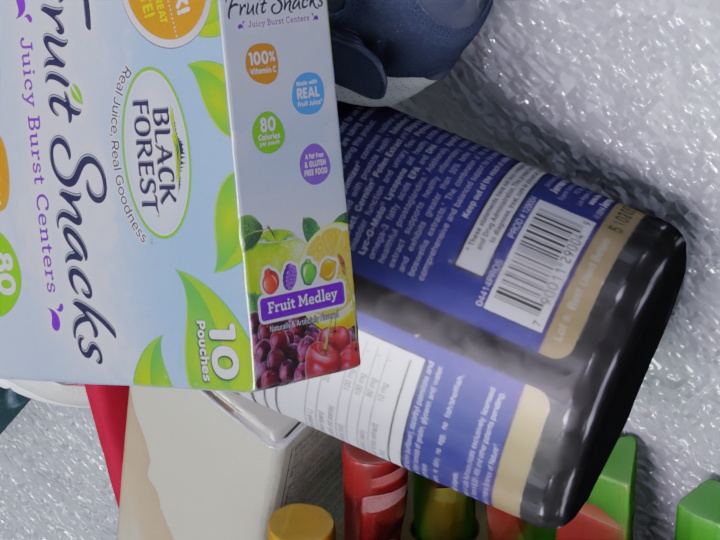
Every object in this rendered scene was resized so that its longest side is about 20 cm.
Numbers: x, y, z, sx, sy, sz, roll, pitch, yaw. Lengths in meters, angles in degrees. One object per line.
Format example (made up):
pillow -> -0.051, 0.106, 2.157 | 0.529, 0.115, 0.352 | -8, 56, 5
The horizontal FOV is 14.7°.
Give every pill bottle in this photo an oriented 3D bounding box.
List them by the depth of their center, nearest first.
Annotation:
pill bottle -> 0.000, 0.000, 0.949 | 0.200, 0.112, 0.112 | 24, 149, 11

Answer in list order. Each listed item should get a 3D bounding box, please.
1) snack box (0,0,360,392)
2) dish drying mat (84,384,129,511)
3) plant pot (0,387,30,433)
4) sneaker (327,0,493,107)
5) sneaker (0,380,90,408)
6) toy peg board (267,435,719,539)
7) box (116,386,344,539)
snack box -> -0.092, -0.038, 0.880 | 0.200, 0.053, 0.143 | 1, 100, 44
dish drying mat -> -0.090, 0.053, 1.234 | 0.018, 0.077, 0.200 | 23, 147, 21
plant pot -> -0.268, 0.022, 1.325 | 0.200, 0.196, 0.196 | 22, 146, 26
sneaker -> -0.045, -0.131, 0.903 | 0.200, 0.081, 0.147 | 37, 148, 4
sneaker -> -0.160, -0.022, 1.218 | 0.200, 0.081, 0.088 | 49, 154, -11
toy peg board -> 0.039, 0.129, 1.049 | 0.200, 0.199, 0.098 | 24, 131, 34
box -> -0.042, 0.067, 1.169 | 0.078, 0.095, 0.200 | 37, 151, 15
